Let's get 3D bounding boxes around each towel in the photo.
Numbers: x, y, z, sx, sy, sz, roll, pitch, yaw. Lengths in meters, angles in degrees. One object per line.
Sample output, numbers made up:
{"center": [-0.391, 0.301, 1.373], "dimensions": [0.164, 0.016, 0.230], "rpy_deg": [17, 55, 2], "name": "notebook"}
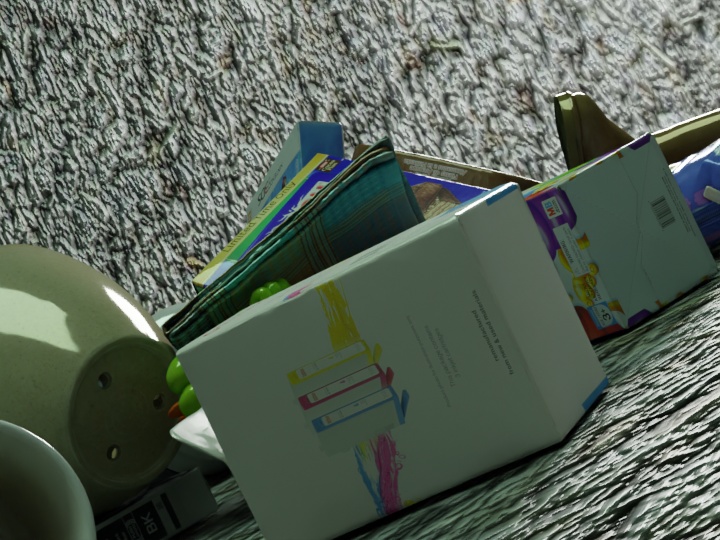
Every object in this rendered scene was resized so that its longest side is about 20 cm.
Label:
{"center": [-0.039, 0.005, 1.470], "dimensions": [0.200, 0.022, 0.147], "rpy_deg": [-40, -25, -6], "name": "towel"}

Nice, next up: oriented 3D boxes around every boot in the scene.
{"center": [0.258, -0.108, 1.671], "dimensions": [0.198, 0.067, 0.175], "rpy_deg": [-17, -31, 6], "name": "boot"}

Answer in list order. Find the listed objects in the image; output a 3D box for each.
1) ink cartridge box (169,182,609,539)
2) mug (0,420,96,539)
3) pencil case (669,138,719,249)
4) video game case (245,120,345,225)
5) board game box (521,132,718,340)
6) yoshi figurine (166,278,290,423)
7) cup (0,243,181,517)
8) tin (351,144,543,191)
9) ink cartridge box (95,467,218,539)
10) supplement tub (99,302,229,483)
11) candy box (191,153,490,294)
{"center": [0.009, 0.057, 1.137], "dimensions": [0.199, 0.126, 0.128], "rpy_deg": [-26, 2, 21], "name": "ink cartridge box"}
{"center": [-0.259, 0.181, 1.290], "dimensions": [0.185, 0.151, 0.153], "rpy_deg": [-20, -8, -17], "name": "mug"}
{"center": [0.217, -0.036, 1.534], "dimensions": [0.199, 0.078, 0.087], "rpy_deg": [-25, 10, 27], "name": "pencil case"}
{"center": [-0.053, 0.001, 1.835], "dimensions": [0.045, 0.202, 0.181], "rpy_deg": [3, -24, -17], "name": "video game case"}
{"center": [0.125, -0.002, 1.452], "dimensions": [0.103, 0.106, 0.199], "rpy_deg": [-28, 2, -37], "name": "board game box"}
{"center": [-0.045, 0.066, 1.420], "dimensions": [0.112, 0.113, 0.199], "rpy_deg": [21, 9, 29], "name": "yoshi figurine"}
{"center": [-0.198, 0.088, 1.439], "dimensions": [0.199, 0.202, 0.143], "rpy_deg": [-28, 22, -37], "name": "cup"}
{"center": [0.081, -0.067, 1.738], "dimensions": [0.199, 0.042, 0.112], "rpy_deg": [14, 5, 29], "name": "tin"}
{"center": [-0.200, 0.199, 1.459], "dimensions": [0.199, 0.039, 0.099], "rpy_deg": [-29, 4, -40], "name": "ink cartridge box"}
{"center": [-0.151, 0.104, 1.774], "dimensions": [0.140, 0.141, 0.200], "rpy_deg": [-27, 2, -28], "name": "supplement tub"}
{"center": [0.000, 0.000, 1.642], "dimensions": [0.199, 0.077, 0.169], "rpy_deg": [13, 50, 40], "name": "candy box"}
